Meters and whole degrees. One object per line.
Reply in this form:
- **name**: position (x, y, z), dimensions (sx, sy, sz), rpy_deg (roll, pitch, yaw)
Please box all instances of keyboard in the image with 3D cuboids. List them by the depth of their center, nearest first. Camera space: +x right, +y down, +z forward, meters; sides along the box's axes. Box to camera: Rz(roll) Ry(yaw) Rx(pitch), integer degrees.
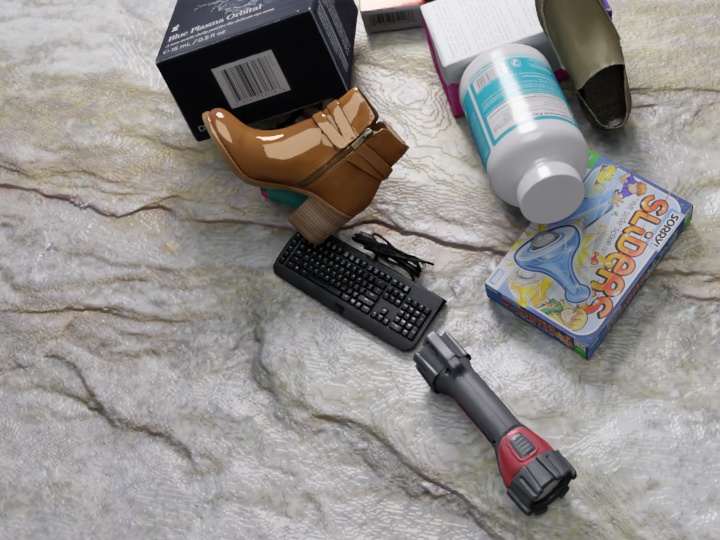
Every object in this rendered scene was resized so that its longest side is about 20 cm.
- **keyboard**: position (0.000, 0.000, 1.272), dimensions (0.199, 0.040, 0.104), rpy_deg (29, 73, 23)

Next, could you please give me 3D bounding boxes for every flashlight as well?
- **flashlight**: position (0.130, 0.152, 1.154), dimensions (0.200, 0.068, 0.068), rpy_deg (49, 115, 32)

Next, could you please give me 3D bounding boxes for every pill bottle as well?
- **pill bottle**: position (0.179, -0.145, 1.239), dimensions (0.110, 0.111, 0.201), rpy_deg (-16, 49, 3)

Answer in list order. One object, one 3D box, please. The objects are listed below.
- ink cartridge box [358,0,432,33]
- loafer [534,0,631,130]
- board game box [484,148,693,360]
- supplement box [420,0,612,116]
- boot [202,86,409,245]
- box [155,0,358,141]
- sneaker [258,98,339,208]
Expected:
- **ink cartridge box**: position (0.078, -0.403, 1.457), dimensions (0.161, 0.050, 0.202), rpy_deg (-6, 65, 9)
- **loafer**: position (0.253, -0.239, 1.251), dimensions (0.076, 0.201, 0.068), rpy_deg (-29, 26, 8)
- **board game box**: position (0.245, -0.021, 1.231), dimensions (0.135, 0.035, 0.200), rpy_deg (32, 74, 25)
- **supplement box**: position (0.182, -0.275, 1.338), dimensions (0.198, 0.101, 0.104), rpy_deg (-20, 60, 1)
- **boot**: position (-0.059, -0.143, 1.245), dimensions (0.200, 0.077, 0.155), rpy_deg (44, 105, -4)
- **box**: position (-0.116, -0.276, 1.343), dimensions (0.195, 0.118, 0.201), rpy_deg (-15, 38, 16)
- **sneaker**: position (-0.085, -0.163, 1.354), dimensions (0.120, 0.084, 0.202), rpy_deg (3, 65, 3)
